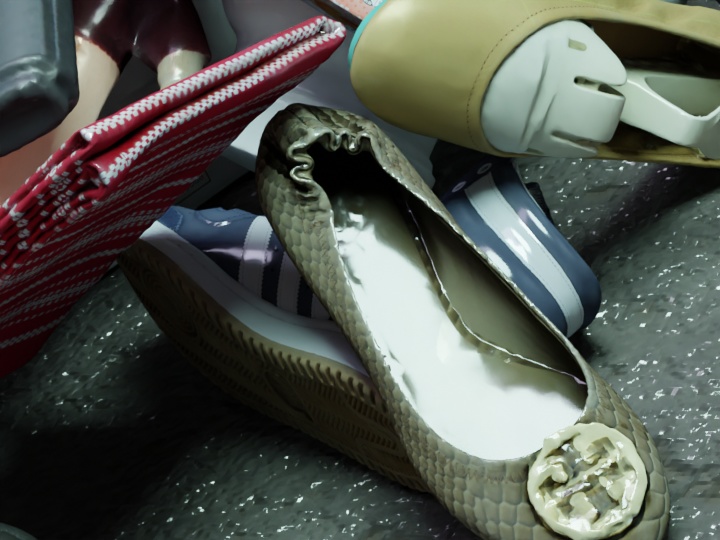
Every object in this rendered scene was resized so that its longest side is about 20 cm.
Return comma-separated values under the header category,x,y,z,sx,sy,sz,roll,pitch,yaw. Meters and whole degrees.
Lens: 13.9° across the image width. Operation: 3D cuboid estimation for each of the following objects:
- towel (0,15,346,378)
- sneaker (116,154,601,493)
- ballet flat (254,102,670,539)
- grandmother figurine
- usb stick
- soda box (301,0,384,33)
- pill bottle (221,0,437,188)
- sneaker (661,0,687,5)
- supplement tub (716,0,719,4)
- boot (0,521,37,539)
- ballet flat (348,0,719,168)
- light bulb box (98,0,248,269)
category,x,y,z,sx,sy,sz,roll,pitch,yaw
towel,-0.100,-0.006,0.979,0.200,0.023,0.144,-41,-5,38
sneaker,0.000,0.000,1.051,0.108,0.070,0.200,-43,41,-18
ballet flat,0.029,0.017,0.944,0.067,0.046,0.200,-29,62,-14
grandmother figurine,-0.109,-0.084,1.098,0.121,0.061,0.201,22,69,17
usb stick,-0.132,-0.116,1.081,0.055,0.033,0.201,-26,41,14
soda box,-0.041,-0.149,1.045,0.200,0.064,0.069,34,90,19
pill bottle,0.016,-0.124,1.118,0.116,0.116,0.201,20,85,51
sneaker,0.046,-0.127,1.204,0.200,0.081,0.070,9,44,43
supplement tub,0.210,-0.160,1.036,0.200,0.123,0.123,-19,25,51
boot,-0.198,0.101,1.040,0.210,0.080,0.158,-20,31,12
ballet flat,0.084,-0.066,1.014,0.199,0.069,0.063,-2,31,-43
light bulb box,-0.151,-0.091,1.251,0.198,0.125,0.200,-35,31,-13
